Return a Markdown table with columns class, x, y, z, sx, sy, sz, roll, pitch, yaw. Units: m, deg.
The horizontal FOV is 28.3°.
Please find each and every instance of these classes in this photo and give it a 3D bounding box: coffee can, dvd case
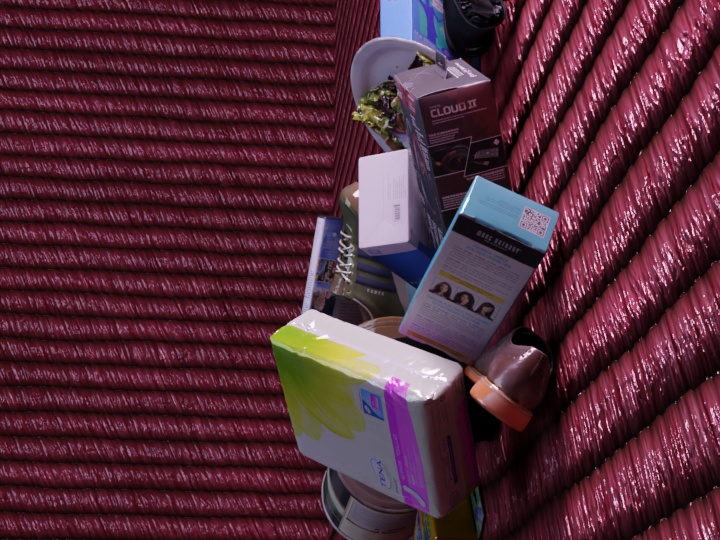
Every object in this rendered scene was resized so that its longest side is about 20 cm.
| class | x | y | z | sx | sy | sz | roll | pitch | yaw |
| --- | --- | --- | --- | --- | --- | --- | --- | --- | --- |
| coffee can | 0.031 | 0.253 | 1.772 | 0.200 | 0.146 | 0.147 | 105 | 167 | -66 |
| dvd case | -0.013 | 0.035 | 1.786 | 0.018 | 0.143 | 0.200 | 16 | 98 | 45 |

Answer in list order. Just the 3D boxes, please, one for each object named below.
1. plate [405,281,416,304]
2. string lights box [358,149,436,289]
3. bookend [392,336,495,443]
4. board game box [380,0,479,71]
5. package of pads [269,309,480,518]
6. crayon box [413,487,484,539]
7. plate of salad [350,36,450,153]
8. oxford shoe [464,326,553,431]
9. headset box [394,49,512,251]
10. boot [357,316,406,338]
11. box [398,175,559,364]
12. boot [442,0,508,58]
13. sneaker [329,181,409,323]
| class | x | y | z | sx | sy | sz | roll | pitch | yaw |
| --- | --- | --- | --- | --- | --- | --- | --- | --- | --- |
| plate | 0.077 | -0.011 | 1.706 | 0.200 | 0.026 | 0.201 | -2 | -90 | -75 |
| string lights box | 0.065 | -0.045 | 1.538 | 0.200 | 0.059 | 0.103 | 35 | -129 | -59 |
| bookend | 0.077 | 0.134 | 1.510 | 0.200 | 0.198 | 0.092 | -5 | -79 | -51 |
| board game box | 0.079 | -0.300 | 1.608 | 0.152 | 0.045 | 0.200 | 31 | -127 | -49 |
| package of pads | 0.016 | 0.136 | 1.354 | 0.068 | 0.200 | 0.155 | -38 | -47 | -35 |
| crayon box | 0.094 | 0.304 | 1.596 | 0.126 | 0.051 | 0.200 | -96 | 11 | -56 |
| plate of salad | 0.062 | -0.158 | 1.519 | 0.048 | 0.200 | 0.200 | -44 | -20 | -30 |
| oxford shoe | 0.140 | 0.088 | 1.250 | 0.073 | 0.071 | 0.200 | -54 | 2 | 5 |
| headset box | 0.093 | -0.112 | 1.380 | 0.149 | 0.075 | 0.200 | -114 | 10 | -73 |
| boot | 0.040 | 0.124 | 1.747 | 0.200 | 0.155 | 0.077 | -41 | 57 | 30 |
| box | 0.103 | 0.005 | 1.285 | 0.200 | 0.082 | 0.049 | 115 | 180 | -54 |
| boot | 0.116 | -0.332 | 1.493 | 0.168 | 0.076 | 0.201 | 111 | 154 | -84 |
| sneaker | 0.000 | 0.000 | 1.727 | 0.200 | 0.090 | 0.067 | 65 | 175 | -18 |
